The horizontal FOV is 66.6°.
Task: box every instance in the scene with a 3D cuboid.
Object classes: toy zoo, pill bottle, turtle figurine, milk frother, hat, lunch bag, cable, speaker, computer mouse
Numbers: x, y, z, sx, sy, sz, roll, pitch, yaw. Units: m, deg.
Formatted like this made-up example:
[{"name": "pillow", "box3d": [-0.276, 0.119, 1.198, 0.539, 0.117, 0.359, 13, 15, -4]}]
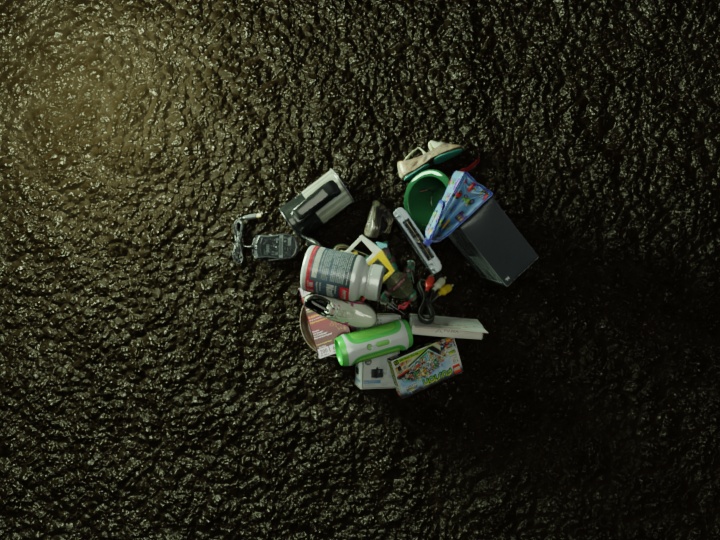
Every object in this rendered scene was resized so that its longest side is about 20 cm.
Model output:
[{"name": "toy zoo", "box3d": [0.000, 0.000, 1.458, 0.200, 0.020, 0.131, -44, 89, 12]}, {"name": "pill bottle", "box3d": [-0.044, 0.013, 1.395, 0.196, 0.120, 0.122, 12, 88, 8]}, {"name": "turtle figurine", "box3d": [0.099, 0.025, 1.506, 0.150, 0.101, 0.200, -44, 106, -6]}, {"name": "milk frother", "box3d": [-0.094, -0.142, 1.515, 0.187, 0.181, 0.201, -36, 109, 0]}, {"name": "hat", "box3d": [0.249, -0.209, 1.575, 0.199, 0.175, 0.168, -26, 81, 40]}, {"name": "lunch bag", "box3d": [0.228, -0.144, 1.394, 0.093, 0.151, 0.201, 35, 99, -6]}, {"name": "cable", "box3d": [0.186, 0.068, 1.498, 0.096, 0.200, 0.051, 25, 123, 12]}, {"name": "speaker", "box3d": [0.035, 0.189, 1.439, 0.197, 0.088, 0.090, -13, 87, -15]}, {"name": "computer mouse", "box3d": [-0.270, -0.094, 1.570, 0.196, 0.046, 0.143, -5, 83, 6]}]

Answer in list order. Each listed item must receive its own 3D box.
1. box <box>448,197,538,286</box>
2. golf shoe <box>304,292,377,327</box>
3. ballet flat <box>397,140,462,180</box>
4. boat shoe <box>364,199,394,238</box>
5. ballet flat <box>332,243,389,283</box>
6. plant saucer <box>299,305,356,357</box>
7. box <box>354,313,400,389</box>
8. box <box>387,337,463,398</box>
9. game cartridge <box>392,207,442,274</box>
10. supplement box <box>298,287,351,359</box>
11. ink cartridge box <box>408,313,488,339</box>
[{"name": "box", "box3d": [0.339, -0.079, 1.464, 0.123, 0.198, 0.201, -41, 99, -1]}, {"name": "golf shoe", "box3d": [-0.055, 0.109, 1.426, 0.197, 0.092, 0.074, 17, 107, 10]}, {"name": "ballet flat", "box3d": [0.193, -0.328, 1.560, 0.197, 0.068, 0.068, -26, 80, -2]}, {"name": "boat shoe", "box3d": [0.057, -0.138, 1.491, 0.072, 0.201, 0.075, 18, 116, -3]}, {"name": "ballet flat", "box3d": [0.008, -0.016, 1.549, 0.197, 0.062, 0.068, 23, 88, 2]}, {"name": "plant saucer", "box3d": [-0.073, 0.142, 1.559, 0.196, 0.032, 0.204, 0, 87, 2]}, {"name": "box", "box3d": [0.047, 0.221, 1.519, 0.115, 0.060, 0.204, 3, 90, -17]}, {"name": "box", "box3d": [0.180, 0.261, 1.512, 0.197, 0.035, 0.112, -20, 96, -17]}, {"name": "game cartridge", "box3d": [0.157, -0.081, 1.514, 0.041, 0.133, 0.202, -34, 88, -1]}, {"name": "supplement box", "box3d": [-0.091, 0.130, 1.515, 0.107, 0.061, 0.203, -18, 86, 0]}, {"name": "ink cartridge box", "box3d": [0.233, 0.160, 1.480, 0.196, 0.174, 0.044, 5, 98, 1]}]
